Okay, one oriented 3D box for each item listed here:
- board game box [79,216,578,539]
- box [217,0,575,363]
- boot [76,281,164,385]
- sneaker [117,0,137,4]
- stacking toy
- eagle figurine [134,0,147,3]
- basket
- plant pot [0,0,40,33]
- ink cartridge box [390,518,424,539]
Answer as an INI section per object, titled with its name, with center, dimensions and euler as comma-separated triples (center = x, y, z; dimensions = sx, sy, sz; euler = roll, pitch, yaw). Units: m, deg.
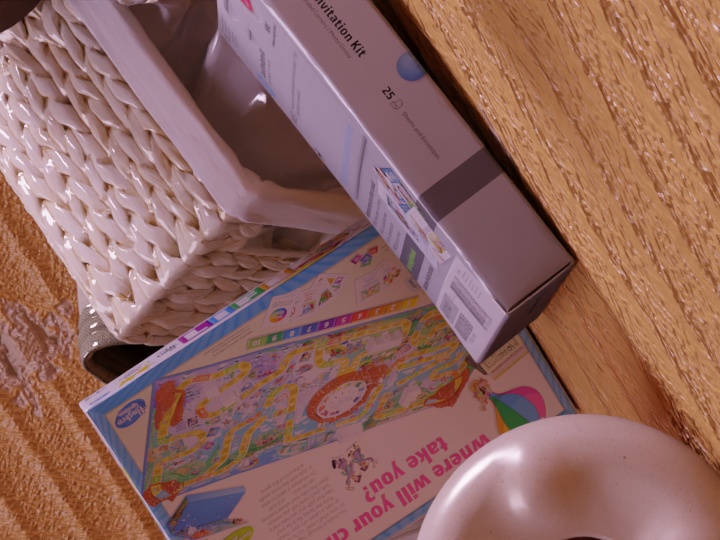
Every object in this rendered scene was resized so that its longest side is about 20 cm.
[board game box]
center = -0.015, 0.066, 1.347
dimensions = 0.135, 0.200, 0.034
euler = 59, 173, -9
[box]
center = 0.011, -0.058, 1.229
dimensions = 0.200, 0.041, 0.156
euler = 51, 172, 6
[boot]
center = -0.081, 0.009, 1.589
dimensions = 0.200, 0.072, 0.155
euler = 11, -135, -32
[sneaker]
center = -0.096, -0.162, 1.341
dimensions = 0.070, 0.080, 0.200
euler = 47, 177, -6
[stacking toy]
center = 0.107, 0.131, 1.221
dimensions = 0.146, 0.146, 0.200
euler = 56, -170, 6
[eagle figurine]
center = -0.167, -0.157, 1.743
dimensions = 0.200, 0.152, 0.151
euler = 55, -165, -28
[basket]
center = -0.101, -0.065, 1.479
dimensions = 0.136, 0.123, 0.200
euler = 5, -137, -53
[plant pot]
center = -0.217, -0.190, 1.362
dimensions = 0.200, 0.200, 0.175
euler = 55, 175, 15
[ink cartridge box]
center = 0.017, 0.117, 1.701
dimensions = 0.145, 0.087, 0.200
euler = 66, 178, -52
